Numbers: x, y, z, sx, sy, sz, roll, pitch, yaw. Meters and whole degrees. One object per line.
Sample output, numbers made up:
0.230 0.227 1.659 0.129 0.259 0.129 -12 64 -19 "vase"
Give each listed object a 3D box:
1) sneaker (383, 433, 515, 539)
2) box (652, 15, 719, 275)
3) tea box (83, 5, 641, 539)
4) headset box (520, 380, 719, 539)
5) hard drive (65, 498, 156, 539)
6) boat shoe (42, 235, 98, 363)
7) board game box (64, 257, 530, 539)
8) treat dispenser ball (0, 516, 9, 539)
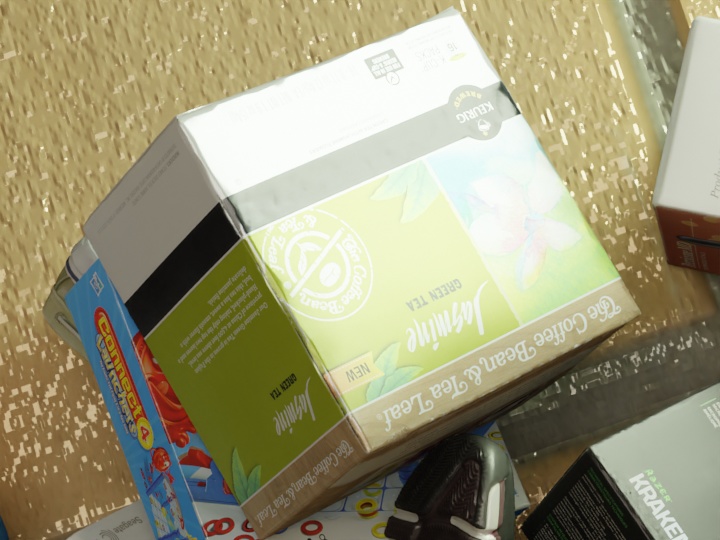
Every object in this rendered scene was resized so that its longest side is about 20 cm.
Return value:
0.067 0.185 1.502 0.075 0.115 0.201 22 100 51 "sneaker"
0.267 -0.048 1.552 0.199 0.152 0.107 12 81 12 "box"
0.000 0.000 1.505 0.199 0.134 0.198 -25 81 -36 "tea box"
0.218 0.147 1.508 0.199 0.093 0.175 -22 70 -34 "headset box"
-0.058 0.199 1.566 0.200 0.132 0.027 40 116 14 "hard drive"
-0.097 0.063 1.638 0.200 0.072 0.062 46 117 14 "boat shoe"
-0.033 0.071 1.571 0.199 0.056 0.197 -14 74 -32 "board game box"
-0.286 0.175 1.568 0.199 0.201 0.203 -2 78 9 "treat dispenser ball"
